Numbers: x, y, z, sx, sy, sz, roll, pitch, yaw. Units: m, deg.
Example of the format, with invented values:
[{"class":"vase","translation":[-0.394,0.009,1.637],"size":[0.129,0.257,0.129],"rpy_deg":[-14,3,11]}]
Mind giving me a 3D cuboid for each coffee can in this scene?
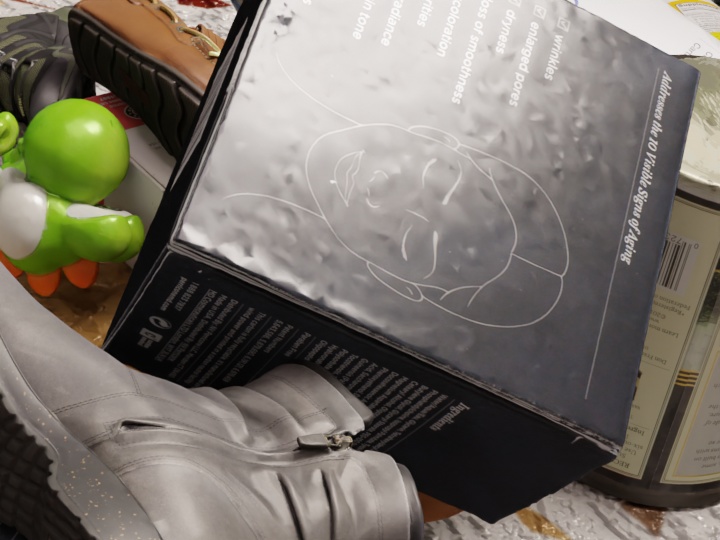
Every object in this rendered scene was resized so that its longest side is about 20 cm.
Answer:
[{"class":"coffee can","translation":[0.175,0.006,0.855],"size":[0.146,0.200,0.147],"rpy_deg":[8,34,-5]}]

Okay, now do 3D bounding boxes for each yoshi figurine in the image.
[{"class":"yoshi figurine","translation":[-0.212,-0.063,0.908],"size":[0.200,0.112,0.112],"rpy_deg":[14,41,14]}]

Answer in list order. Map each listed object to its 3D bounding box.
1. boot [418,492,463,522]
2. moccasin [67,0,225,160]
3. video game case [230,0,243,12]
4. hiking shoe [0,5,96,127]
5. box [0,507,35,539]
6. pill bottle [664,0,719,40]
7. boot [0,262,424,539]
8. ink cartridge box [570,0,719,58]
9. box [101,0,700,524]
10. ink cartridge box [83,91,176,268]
[{"class":"boot","translation":[-0.055,0.102,0.735],"size":[0.200,0.077,0.155],"rpy_deg":[15,21,15]},{"class":"moccasin","translation":[-0.094,-0.109,0.918],"size":[0.078,0.074,0.201],"rpy_deg":[-25,37,-25]},{"class":"video game case","translation":[0.003,-0.092,0.985],"size":[0.022,0.182,0.200],"rpy_deg":[-42,54,-9]},{"class":"hiking shoe","translation":[-0.226,-0.119,1.043],"size":[0.100,0.076,0.200],"rpy_deg":[-6,24,-10]},{"class":"box","translation":[-0.102,0.148,0.618],"size":[0.200,0.149,0.107],"rpy_deg":[17,35,10]},{"class":"pill bottle","translation":[0.245,-0.137,1.166],"size":[0.104,0.104,0.200],"rpy_deg":[-1,36,-17]},{"class":"boot","translation":[-0.076,0.054,0.583],"size":[0.131,0.070,0.200],"rpy_deg":[-14,52,-36]},{"class":"ink cartridge box","translation":[0.161,-0.091,1.017],"size":[0.200,0.043,0.196],"rpy_deg":[38,65,16]},{"class":"box","translation":[0.021,-0.028,0.686],"size":[0.196,0.124,0.200],"rpy_deg":[24,60,-11]},{"class":"ink cartridge box","translation":[-0.064,-0.037,0.953],"size":[0.147,0.083,0.200],"rpy_deg":[-19,44,-35]}]
